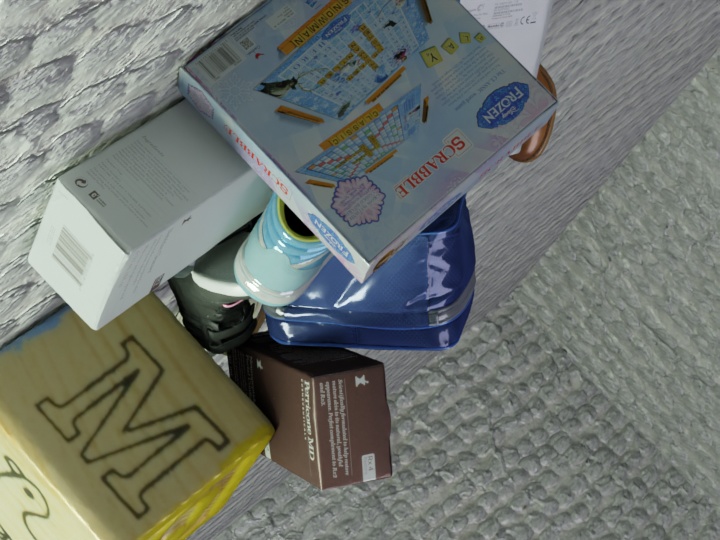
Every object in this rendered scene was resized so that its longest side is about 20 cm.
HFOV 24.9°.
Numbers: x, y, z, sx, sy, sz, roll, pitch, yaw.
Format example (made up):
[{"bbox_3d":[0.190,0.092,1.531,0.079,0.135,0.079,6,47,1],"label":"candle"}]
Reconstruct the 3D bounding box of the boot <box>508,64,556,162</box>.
[{"bbox_3d":[0.127,-0.189,1.572,0.155,0.076,0.201,-28,125,-54],"label":"boot"}]

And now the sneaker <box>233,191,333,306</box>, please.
[{"bbox_3d":[-0.015,-0.070,1.285,0.200,0.079,0.131,-58,-177,-33],"label":"sneaker"}]

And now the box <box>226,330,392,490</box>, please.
[{"bbox_3d":[-0.048,0.117,1.429,0.075,0.101,0.200,-9,-170,-26],"label":"box"}]

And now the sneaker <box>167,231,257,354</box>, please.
[{"bbox_3d":[-0.109,0.024,1.396,0.070,0.100,0.200,-27,-162,-21],"label":"sneaker"}]

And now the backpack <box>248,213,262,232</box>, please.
[{"bbox_3d":[-0.025,-0.041,1.588,0.200,0.135,0.183,-36,-176,11],"label":"backpack"}]

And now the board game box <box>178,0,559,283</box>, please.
[{"bbox_3d":[0.006,-0.127,1.191,0.200,0.200,0.041,-40,170,-20],"label":"board game box"}]

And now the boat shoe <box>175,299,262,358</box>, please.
[{"bbox_3d":[-0.170,0.066,1.722,0.200,0.067,0.057,-44,-172,26],"label":"boat shoe"}]

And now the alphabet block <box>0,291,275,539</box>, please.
[{"bbox_3d":[-0.226,0.155,1.435,0.196,0.200,0.196,-37,168,-33],"label":"alphabet block"}]

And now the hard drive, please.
[{"bbox_3d":[0.112,-0.192,1.493,0.131,0.026,0.201,-13,128,-35],"label":"hard drive"}]

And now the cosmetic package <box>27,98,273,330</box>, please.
[{"bbox_3d":[-0.143,-0.057,1.224,0.200,0.081,0.113,-37,168,-37],"label":"cosmetic package"}]

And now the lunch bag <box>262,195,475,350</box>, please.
[{"bbox_3d":[0.000,0.000,1.434,0.136,0.199,0.133,-63,151,-62],"label":"lunch bag"}]

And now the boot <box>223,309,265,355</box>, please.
[{"bbox_3d":[-0.074,-0.005,1.796,0.200,0.066,0.175,-37,169,-42],"label":"boot"}]

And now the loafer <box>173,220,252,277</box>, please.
[{"bbox_3d":[-0.162,-0.024,1.318,0.200,0.070,0.068,-34,166,-47],"label":"loafer"}]
